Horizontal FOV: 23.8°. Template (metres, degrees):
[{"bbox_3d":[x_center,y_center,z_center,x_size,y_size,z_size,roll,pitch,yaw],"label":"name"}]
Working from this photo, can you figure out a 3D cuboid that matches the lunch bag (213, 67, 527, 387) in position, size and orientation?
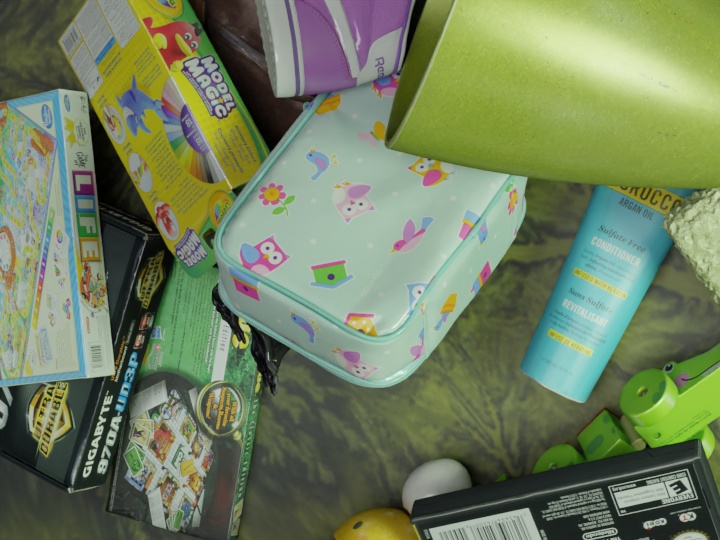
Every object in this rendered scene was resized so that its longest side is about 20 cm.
[{"bbox_3d":[0.007,-0.035,1.089,0.159,0.077,0.201,26,59,21],"label":"lunch bag"}]

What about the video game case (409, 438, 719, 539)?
[{"bbox_3d":[0.155,0.209,1.137,0.198,0.026,0.182,-15,116,18],"label":"video game case"}]

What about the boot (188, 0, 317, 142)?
[{"bbox_3d":[-0.055,-0.190,1.183,0.165,0.072,0.202,31,114,19],"label":"boot"}]

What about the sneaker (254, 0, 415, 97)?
[{"bbox_3d":[-0.019,-0.215,1.111,0.113,0.073,0.203,-10,82,-6],"label":"sneaker"}]

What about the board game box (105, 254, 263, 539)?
[{"bbox_3d":[-0.124,0.092,1.260,0.104,0.023,0.203,14,99,19],"label":"board game box"}]

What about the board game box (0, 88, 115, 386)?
[{"bbox_3d":[-0.248,-0.019,1.228,0.133,0.034,0.203,-7,88,28],"label":"board game box"}]

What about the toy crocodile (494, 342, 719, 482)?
[{"bbox_3d":[0.174,0.116,1.147,0.200,0.062,0.067,-41,121,15],"label":"toy crocodile"}]

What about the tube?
[{"bbox_3d":[0.172,-0.012,1.145,0.077,0.050,0.202,25,97,7],"label":"tube"}]

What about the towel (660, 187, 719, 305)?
[{"bbox_3d":[0.297,-0.003,1.076,0.148,0.037,0.200,-41,105,12],"label":"towel"}]

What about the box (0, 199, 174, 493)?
[{"bbox_3d":[-0.233,0.040,1.266,0.158,0.046,0.202,24,102,25],"label":"box"}]

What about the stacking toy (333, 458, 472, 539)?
[{"bbox_3d":[0.009,0.215,1.190,0.145,0.146,0.201,33,86,13],"label":"stacking toy"}]

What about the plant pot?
[{"bbox_3d":[0.138,-0.126,1.016,0.198,0.187,0.189,21,101,-5],"label":"plant pot"}]

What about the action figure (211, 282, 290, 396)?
[{"bbox_3d":[0.000,0.000,1.171,0.199,0.103,0.119,-29,51,-19],"label":"action figure"}]

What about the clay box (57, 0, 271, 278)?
[{"bbox_3d":[-0.129,-0.104,1.182,0.202,0.047,0.115,61,145,4],"label":"clay box"}]
